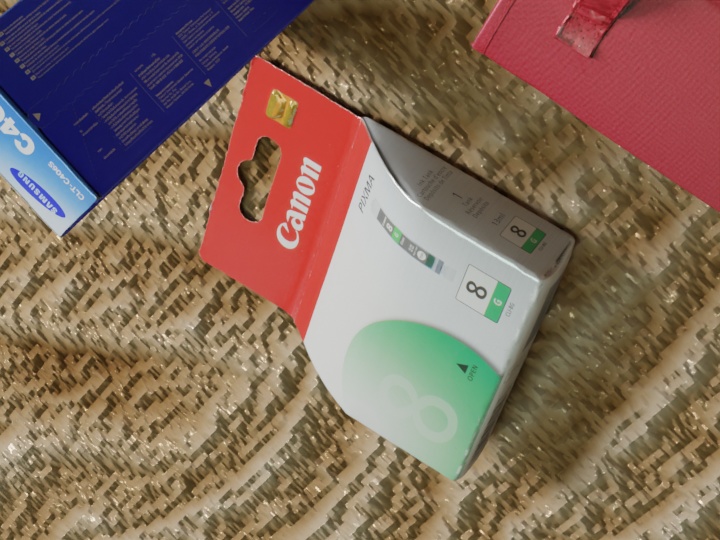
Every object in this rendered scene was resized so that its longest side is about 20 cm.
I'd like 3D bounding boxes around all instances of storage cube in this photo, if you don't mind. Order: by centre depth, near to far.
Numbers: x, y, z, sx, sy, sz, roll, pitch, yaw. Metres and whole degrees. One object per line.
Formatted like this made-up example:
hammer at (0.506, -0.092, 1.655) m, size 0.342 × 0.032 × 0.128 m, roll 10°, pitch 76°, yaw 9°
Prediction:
storage cube at (0.179, -0.136, 0.936) m, size 0.179 × 0.200 × 0.171 m, roll 33°, pitch 135°, yaw 1°

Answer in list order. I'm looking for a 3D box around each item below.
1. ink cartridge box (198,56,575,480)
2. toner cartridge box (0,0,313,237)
ink cartridge box at (0.000, 0.000, 1.267) m, size 0.199 × 0.050 × 0.162 m, roll 30°, pitch 134°, yaw 10°
toner cartridge box at (-0.111, -0.111, 1.150) m, size 0.095 × 0.200 × 0.043 m, roll 47°, pitch 137°, yaw -4°
